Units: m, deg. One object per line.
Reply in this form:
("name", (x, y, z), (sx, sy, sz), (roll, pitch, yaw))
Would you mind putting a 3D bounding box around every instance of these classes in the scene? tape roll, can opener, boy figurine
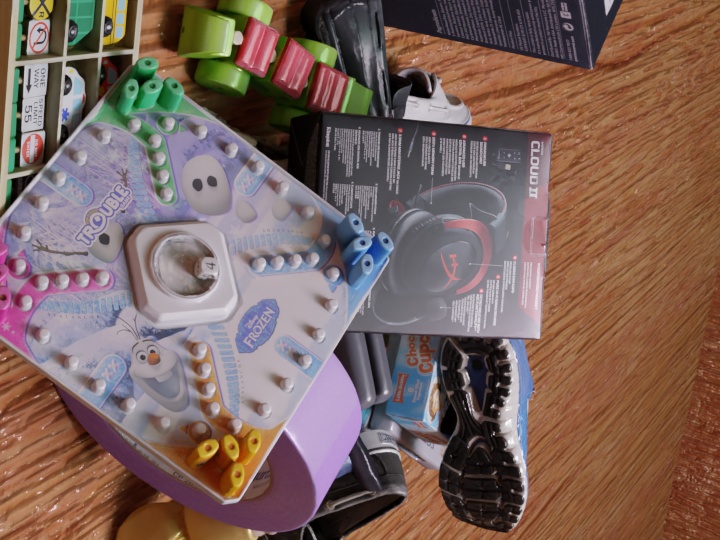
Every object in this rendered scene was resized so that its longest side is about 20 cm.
("tape roll", (-0.100, 0.080, 0.934), (0.066, 0.198, 0.201), (-56, 151, -34))
("can opener", (0.000, 0.000, 1.077), (0.053, 0.066, 0.203), (-12, 91, -59))
("boy figurine", (-0.084, 0.173, 1.070), (0.065, 0.198, 0.124), (63, -4, -15))

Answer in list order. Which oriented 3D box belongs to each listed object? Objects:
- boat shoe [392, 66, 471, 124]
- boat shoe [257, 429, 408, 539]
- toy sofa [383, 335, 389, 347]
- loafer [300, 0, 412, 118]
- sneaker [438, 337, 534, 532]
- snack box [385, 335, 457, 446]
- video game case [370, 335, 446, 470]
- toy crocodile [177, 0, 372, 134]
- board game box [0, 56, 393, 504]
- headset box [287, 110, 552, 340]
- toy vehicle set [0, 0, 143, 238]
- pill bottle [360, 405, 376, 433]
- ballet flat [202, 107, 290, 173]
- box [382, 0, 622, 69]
("boat shoe", (0.049, -0.146, 1.285), (0.200, 0.073, 0.066), (-24, 131, -62))
("boat shoe", (-0.047, 0.202, 1.170), (0.070, 0.199, 0.064), (25, 37, -47))
("toy sofa", (-0.025, -0.010, 1.217), (0.083, 0.097, 0.201), (-43, 149, -11))
("loafer", (0.011, -0.131, 1.157), (0.070, 0.068, 0.203), (-21, 119, -10))
("sneaker", (0.112, 0.120, 1.180), (0.089, 0.078, 0.203), (-41, 136, -55))
("snack box", (0.072, 0.036, 1.203), (0.116, 0.037, 0.203), (42, 58, -66))
("video game case", (0.063, 0.060, 1.274), (0.182, 0.023, 0.203), (46, 54, -66))
("toy crocodile", (-0.056, -0.142, 1.034), (0.199, 0.061, 0.068), (25, 82, -48))
("board game box", (-0.101, -0.002, 0.837), (0.201, 0.199, 0.026), (-57, -174, -33))
("headset box", (0.049, -0.029, 1.034), (0.075, 0.197, 0.151), (-174, -93, -69))
("toy vehicle set", (-0.180, -0.097, 0.860), (0.124, 0.026, 0.203), (-25, 126, -60))
("pill bottle", (-0.041, 0.107, 1.197), (0.112, 0.110, 0.201), (-64, 155, -22))
("ballet flat", (-0.087, -0.077, 1.033), (0.200, 0.071, 0.073), (5, 101, -66))
("box", (0.121, -0.274, 1.208), (0.150, 0.198, 0.107), (-64, 154, -23))
